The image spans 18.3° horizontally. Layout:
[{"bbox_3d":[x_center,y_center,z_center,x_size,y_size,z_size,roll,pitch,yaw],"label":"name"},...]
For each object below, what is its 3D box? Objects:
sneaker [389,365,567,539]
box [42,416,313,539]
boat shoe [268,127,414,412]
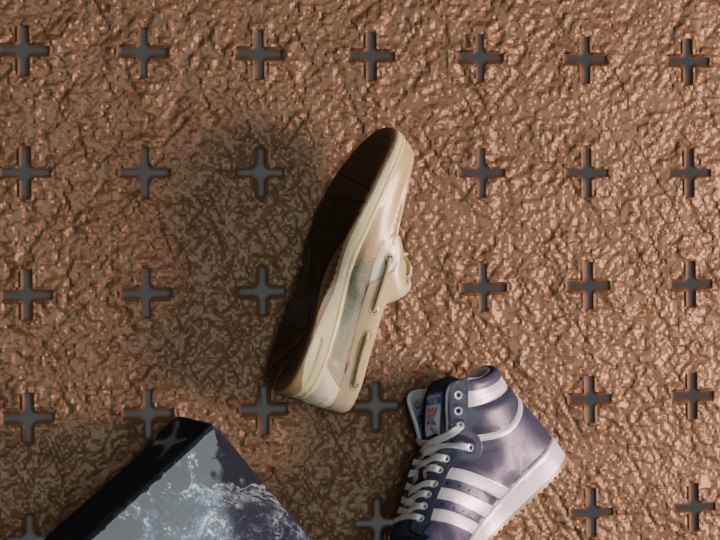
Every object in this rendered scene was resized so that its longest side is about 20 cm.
[{"bbox_3d":[0.052,0.147,1.556,0.200,0.070,0.109,-40,103,-34],"label":"sneaker"},{"bbox_3d":[-0.120,0.236,1.492,0.197,0.117,0.200,-42,100,-13],"label":"box"},{"bbox_3d":[0.000,0.000,1.558,0.065,0.072,0.200,22,86,-25],"label":"boat shoe"}]
